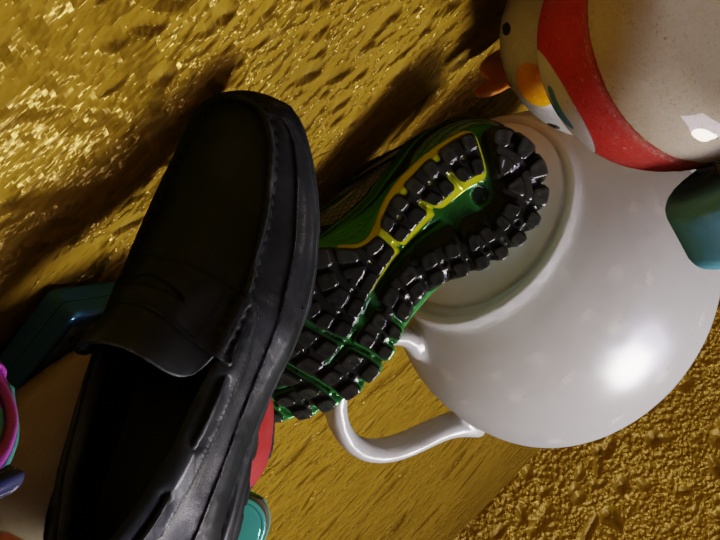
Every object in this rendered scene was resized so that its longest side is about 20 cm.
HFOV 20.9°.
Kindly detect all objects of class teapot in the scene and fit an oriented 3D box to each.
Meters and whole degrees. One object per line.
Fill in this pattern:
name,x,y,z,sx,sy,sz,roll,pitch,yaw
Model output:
teapot,0.082,-0.007,1.035,0.197,0.200,0.146,-19,144,35

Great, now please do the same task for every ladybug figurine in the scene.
ladybug figurine,-0.095,0.080,0.795,0.136,0.072,0.200,-54,166,28

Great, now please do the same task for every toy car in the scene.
toy car,0.115,-0.104,0.893,0.177,0.185,0.200,-38,-167,-34

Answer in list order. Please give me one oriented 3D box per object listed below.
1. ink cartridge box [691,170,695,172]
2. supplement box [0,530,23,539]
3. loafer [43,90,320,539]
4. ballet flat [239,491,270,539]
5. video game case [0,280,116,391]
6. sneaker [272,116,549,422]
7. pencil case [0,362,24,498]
ink cartridge box,0.234,-0.129,1.149,0.200,0.147,0.145,-35,163,-44
supplement box,-0.115,0.145,0.659,0.067,0.069,0.200,-59,180,-21
loafer,-0.065,0.028,0.696,0.070,0.068,0.201,27,74,-54
ballet flat,-0.137,0.197,1.170,0.200,0.067,0.070,-46,-168,-2
video game case,-0.151,0.082,0.829,0.200,0.018,0.143,-50,167,15
sneaker,0.000,0.000,0.941,0.200,0.078,0.085,-35,-163,0
pencil case,-0.172,0.095,0.640,0.092,0.085,0.200,-20,153,-41
